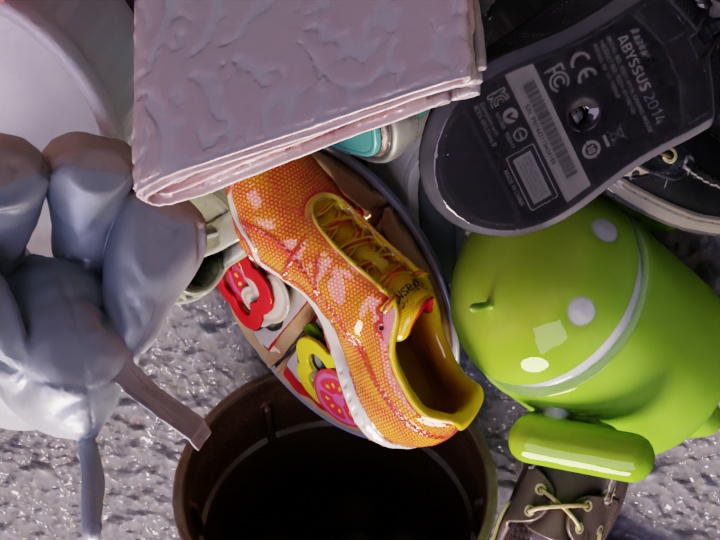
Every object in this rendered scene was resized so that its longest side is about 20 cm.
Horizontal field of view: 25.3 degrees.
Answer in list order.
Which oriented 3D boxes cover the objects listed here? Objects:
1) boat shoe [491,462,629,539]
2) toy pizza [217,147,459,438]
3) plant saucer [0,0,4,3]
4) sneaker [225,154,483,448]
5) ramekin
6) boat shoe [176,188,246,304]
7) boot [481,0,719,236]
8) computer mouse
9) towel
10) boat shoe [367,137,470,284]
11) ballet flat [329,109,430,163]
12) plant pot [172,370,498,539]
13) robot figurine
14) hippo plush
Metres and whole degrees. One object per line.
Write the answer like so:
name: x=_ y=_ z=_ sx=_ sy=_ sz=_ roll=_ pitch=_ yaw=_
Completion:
boat shoe: x=0.119 y=0.160 z=0.996 sx=0.071 sy=0.060 sz=0.201 roll=24 pitch=102 yaw=5
toy pizza: x=-0.024 y=0.016 z=0.942 sx=0.199 sy=0.032 sz=0.202 roll=28 pitch=134 yaw=34
plant saucer: x=-0.243 y=-0.206 z=0.800 sx=0.200 sy=0.202 sz=0.051 roll=33 pitch=153 yaw=-9
sneaker: x=0.000 y=0.000 z=0.843 sx=0.077 sy=0.073 sz=0.201 roll=-25 pitch=104 yaw=45
ramekin: x=-0.214 y=-0.101 z=0.924 sx=0.198 sy=0.098 sz=0.202 roll=10 pitch=130 yaw=12
boat shoe: x=-0.110 y=-0.012 z=0.945 sx=0.200 sy=0.071 sz=0.063 roll=-40 pitch=65 yaw=57
boot: x=0.159 y=-0.112 z=0.809 sx=0.202 sy=0.074 sz=0.154 roll=22 pitch=119 yaw=-19
computer mouse: x=0.117 y=-0.085 z=0.759 sx=0.199 sy=0.053 sz=0.139 roll=-25 pitch=115 yaw=0
towel: x=-0.031 y=-0.146 z=0.779 sx=0.190 sy=0.202 sz=0.032 roll=-15 pitch=153 yaw=26
boat shoe: x=0.043 y=-0.071 z=0.902 sx=0.061 sy=0.073 sz=0.202 roll=-13 pitch=127 yaw=-27
ballet flat: x=-0.033 y=-0.105 z=0.878 sx=0.199 sy=0.064 sz=0.068 roll=21 pitch=134 yaw=41
plant pot: x=-0.012 y=0.199 z=1.043 sx=0.198 sy=0.201 sz=0.199 roll=9 pitch=137 yaw=11
robot figurine: x=0.127 y=0.029 z=0.881 sx=0.115 sy=0.177 sz=0.200 roll=-4 pitch=151 yaw=42
hippo plush: x=-0.167 y=0.023 z=0.878 sx=0.201 sy=0.159 sz=0.161 roll=52 pitch=157 yaw=-6
